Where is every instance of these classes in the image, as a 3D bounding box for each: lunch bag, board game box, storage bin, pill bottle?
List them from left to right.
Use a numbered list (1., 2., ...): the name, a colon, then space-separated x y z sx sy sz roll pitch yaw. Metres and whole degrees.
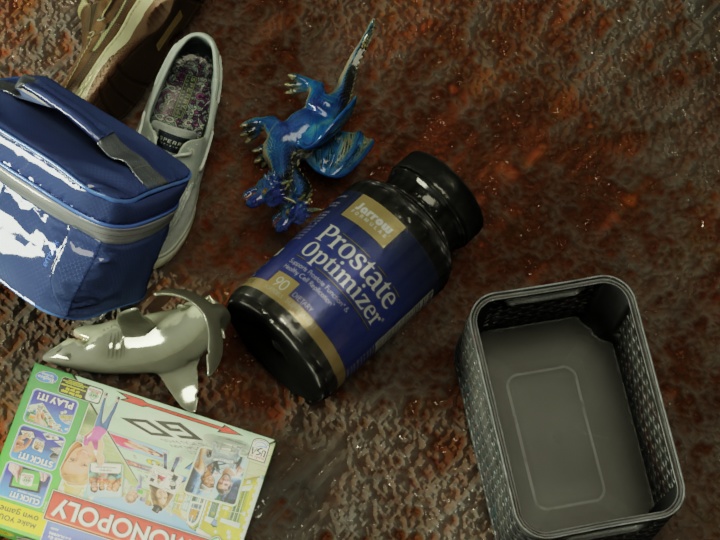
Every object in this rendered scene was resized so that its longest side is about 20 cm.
1. lunch bag: -0.239 -0.071 1.698 0.200 0.136 0.132 33 114 16
2. board game box: -0.179 0.165 1.703 0.200 0.029 0.135 17 67 1
3. pill bottle: 0.000 0.000 1.742 0.112 0.112 0.200 43 71 11
4. storage bin: 0.160 0.118 1.724 0.135 0.094 0.200 -9 69 -9

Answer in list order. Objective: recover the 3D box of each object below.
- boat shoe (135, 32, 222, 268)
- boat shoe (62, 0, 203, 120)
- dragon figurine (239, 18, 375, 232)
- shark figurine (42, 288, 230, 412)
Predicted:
1. boat shoe: -0.156 -0.102 1.785 0.070 0.072 0.201 14 70 -2
2. boat shoe: -0.202 -0.194 1.825 0.075 0.075 0.202 25 61 19
3. dragon figurine: -0.029 -0.113 1.788 0.200 0.059 0.099 -42 47 -18
4. shark figurine: -0.135 0.064 1.686 0.128 0.214 0.090 -8 85 -37
